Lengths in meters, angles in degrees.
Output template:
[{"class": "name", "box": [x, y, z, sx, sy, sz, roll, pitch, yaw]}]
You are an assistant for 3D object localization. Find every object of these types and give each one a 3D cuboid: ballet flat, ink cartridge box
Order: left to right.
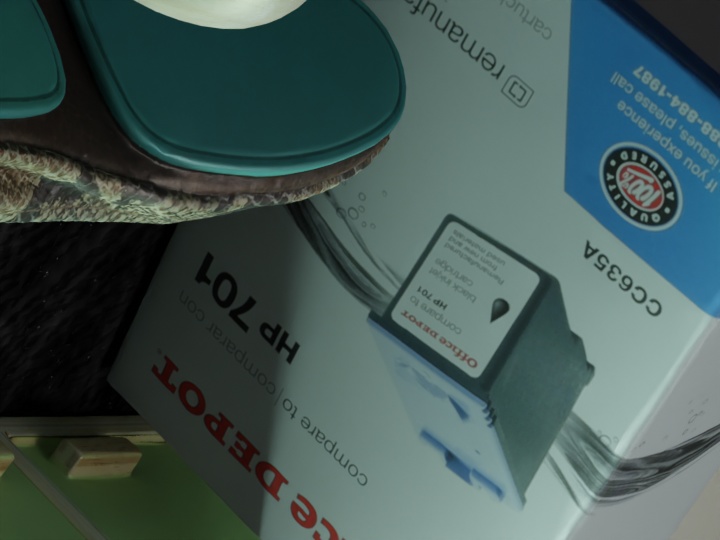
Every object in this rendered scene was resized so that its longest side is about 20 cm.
[{"class": "ballet flat", "box": [-0.073, -0.035, 0.474, 0.075, 0.068, 0.200, -27, 168, 32]}, {"class": "ink cartridge box", "box": [0.037, -0.004, 0.625, 0.086, 0.146, 0.200, -21, 147, -50]}]

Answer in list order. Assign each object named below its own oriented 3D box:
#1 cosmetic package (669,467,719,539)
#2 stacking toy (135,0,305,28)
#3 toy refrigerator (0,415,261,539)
[{"class": "cosmetic package", "box": [0.143, 0.046, 0.822, 0.200, 0.103, 0.073, 8, 110, -41]}, {"class": "stacking toy", "box": [0.018, -0.135, 0.461, 0.200, 0.085, 0.085, -45, 162, -29]}, {"class": "toy refrigerator", "box": [-0.083, 0.085, 0.649, 0.070, 0.076, 0.200, -52, 160, 13]}]
